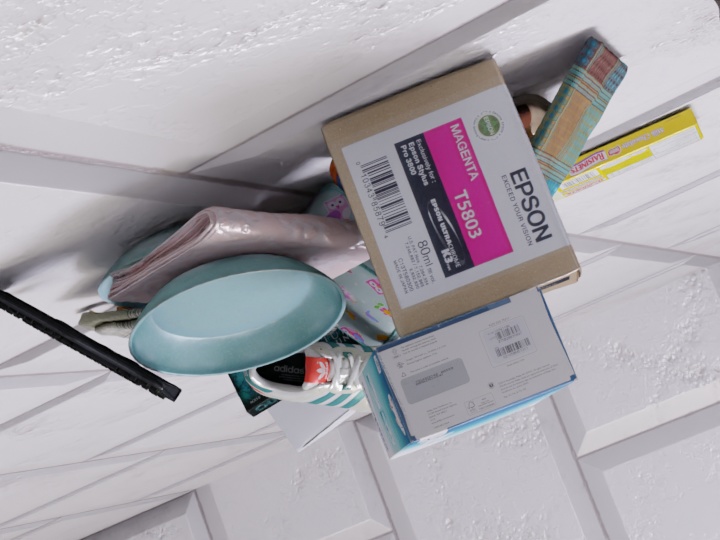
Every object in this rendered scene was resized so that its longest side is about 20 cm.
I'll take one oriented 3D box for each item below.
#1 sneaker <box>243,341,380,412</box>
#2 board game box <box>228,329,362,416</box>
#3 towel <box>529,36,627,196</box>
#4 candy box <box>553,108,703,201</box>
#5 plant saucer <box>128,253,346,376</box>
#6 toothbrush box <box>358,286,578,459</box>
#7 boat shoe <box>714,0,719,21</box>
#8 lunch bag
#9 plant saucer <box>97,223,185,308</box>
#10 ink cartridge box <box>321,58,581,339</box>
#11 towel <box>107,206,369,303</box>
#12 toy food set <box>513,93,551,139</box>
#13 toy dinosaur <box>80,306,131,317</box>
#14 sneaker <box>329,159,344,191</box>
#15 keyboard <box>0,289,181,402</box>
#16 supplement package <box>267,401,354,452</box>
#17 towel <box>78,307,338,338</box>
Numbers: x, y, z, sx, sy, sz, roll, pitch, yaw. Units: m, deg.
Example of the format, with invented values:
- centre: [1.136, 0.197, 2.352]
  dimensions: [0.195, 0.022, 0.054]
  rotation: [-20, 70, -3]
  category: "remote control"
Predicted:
- centre: [-0.023, 0.108, 1.523]
  dimensions: [0.199, 0.071, 0.093]
  rotation: [4, 177, 4]
  category: "sneaker"
- centre: [-0.065, 0.053, 1.659]
  dimensions: [0.200, 0.135, 0.028]
  rotation: [-31, 155, 3]
  category: "board game box"
- centre: [0.182, -0.113, 1.389]
  dimensions: [0.200, 0.022, 0.147]
  rotation: [-61, 163, 9]
  category: "towel"
- centre: [0.310, -0.136, 1.804]
  dimensions: [0.199, 0.026, 0.102]
  rotation: [-23, 171, 13]
  category: "candy box"
- centre: [-0.114, 0.036, 1.360]
  dimensions: [0.199, 0.036, 0.200]
  rotation: [-13, 153, -7]
  category: "plant saucer"
- centre: [0.085, 0.092, 1.276]
  dimensions: [0.146, 0.086, 0.200]
  rotation: [-20, 170, -6]
  category: "toothbrush box"
- centre: [0.339, -0.242, 1.271]
  dimensions: [0.073, 0.074, 0.200]
  rotation: [-48, 161, 5]
  category: "boat shoe"
- centre: [0.000, 0.000, 1.530]
  dimensions: [0.077, 0.160, 0.200]
  rotation: [-57, 179, -20]
  category: "lunch bag"
- centre: [-0.158, -0.012, 1.459]
  dimensions: [0.200, 0.039, 0.201]
  rotation: [-12, 163, -4]
  category: "plant saucer"
- centre: [0.077, -0.057, 1.290]
  dimensions: [0.164, 0.201, 0.075]
  rotation: [-22, 170, 4]
  category: "ink cartridge box"
- centre: [-0.103, -0.010, 1.376]
  dimensions: [0.200, 0.032, 0.191]
  rotation: [3, 159, -40]
  category: "towel"
- centre: [0.112, -0.104, 1.500]
  dimensions: [0.199, 0.061, 0.144]
  rotation: [-23, 169, 7]
  category: "toy food set"
- centre: [-0.200, 0.044, 1.642]
  dimensions: [0.199, 0.061, 0.106]
  rotation: [-19, 167, -11]
  category: "toy dinosaur"
- centre: [0.067, -0.067, 1.402]
  dimensions: [0.199, 0.079, 0.075]
  rotation: [3, 141, -26]
  category: "sneaker"
- centre: [-0.256, 0.070, 1.397]
  dimensions: [0.021, 0.200, 0.127]
  rotation: [-60, 169, -5]
  category: "keyboard"
- centre: [-0.031, 0.087, 1.786]
  dimensions: [0.200, 0.156, 0.111]
  rotation: [-40, 173, 30]
  category: "supplement package"
- centre: [-0.156, 0.059, 1.530]
  dimensions: [0.192, 0.035, 0.200]
  rotation: [4, 174, -42]
  category: "towel"
